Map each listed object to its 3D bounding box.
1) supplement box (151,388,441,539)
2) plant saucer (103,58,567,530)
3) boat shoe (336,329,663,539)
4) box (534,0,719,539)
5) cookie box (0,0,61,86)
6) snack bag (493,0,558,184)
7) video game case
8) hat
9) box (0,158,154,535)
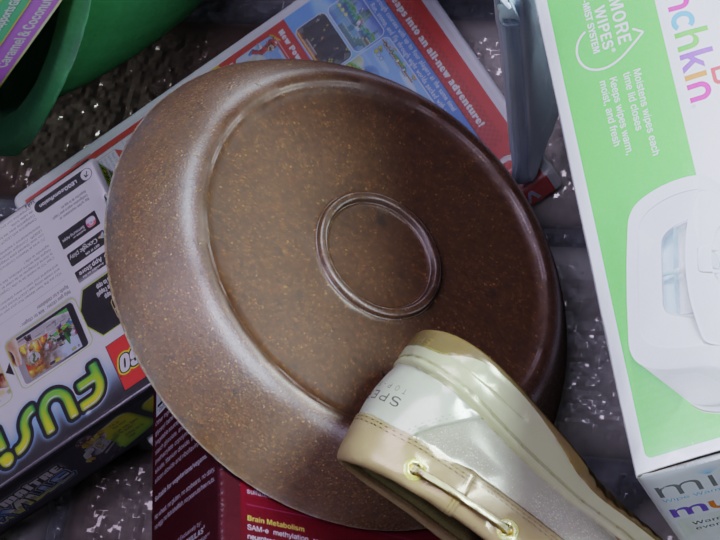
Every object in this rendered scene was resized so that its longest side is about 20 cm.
[{"bbox_3d":[-0.020,0.092,1.127,0.061,0.109,0.200,-41,42,48],"label":"supplement box"},{"bbox_3d":[0.000,0.000,1.132,0.034,0.200,0.201,-44,47,50],"label":"plant saucer"},{"bbox_3d":[0.071,0.112,1.075,0.200,0.074,0.066,46,75,-5],"label":"boat shoe"},{"bbox_3d":[0.145,0.003,1.079,0.097,0.176,0.200,-16,63,13],"label":"box"},{"bbox_3d":[-0.167,-0.192,1.230,0.075,0.171,0.200,5,67,-24],"label":"cookie box"},{"bbox_3d":[0.085,-0.150,1.160,0.021,0.189,0.200,16,70,12],"label":"snack bag"},{"bbox_3d":[-0.034,-0.033,1.254,0.200,0.017,0.143,-35,60,4],"label":"video game case"},{"bbox_3d":[-0.067,-0.139,1.308,0.200,0.176,0.166,-64,34,37],"label":"hat"},{"bbox_3d":[-0.164,0.054,1.241,0.200,0.035,0.110,-33,60,12],"label":"box"}]
